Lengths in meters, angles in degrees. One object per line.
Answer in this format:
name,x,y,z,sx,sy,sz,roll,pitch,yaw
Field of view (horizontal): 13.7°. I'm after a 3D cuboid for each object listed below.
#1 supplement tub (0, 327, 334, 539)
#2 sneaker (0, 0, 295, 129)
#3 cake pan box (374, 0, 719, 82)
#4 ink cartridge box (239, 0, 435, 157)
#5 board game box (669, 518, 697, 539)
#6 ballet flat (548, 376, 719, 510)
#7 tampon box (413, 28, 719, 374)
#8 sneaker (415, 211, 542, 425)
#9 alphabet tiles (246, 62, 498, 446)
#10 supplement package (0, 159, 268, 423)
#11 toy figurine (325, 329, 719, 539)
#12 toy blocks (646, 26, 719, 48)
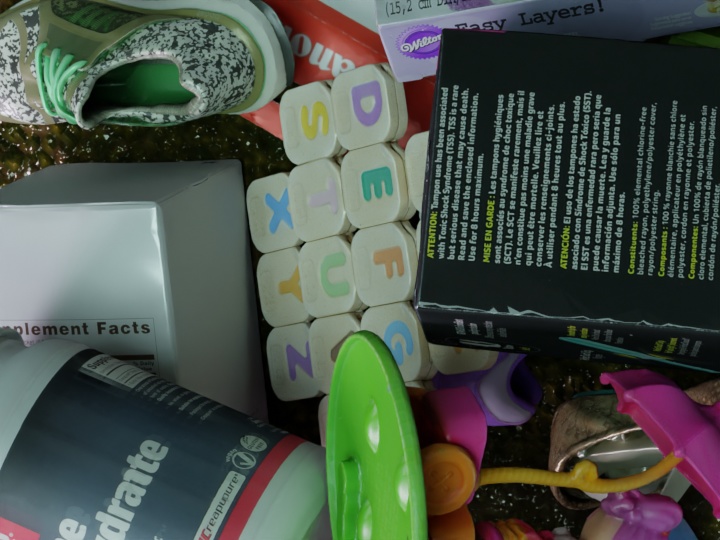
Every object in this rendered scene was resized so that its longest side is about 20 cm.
supplement tub,-0.120,0.118,1.456,0.200,0.140,0.140,22,110,11
sneaker,-0.138,-0.103,1.559,0.200,0.089,0.077,-4,110,31
cake pan box,0.094,-0.187,1.402,0.200,0.052,0.184,-9,55,10
ink cartridge box,-0.007,-0.149,1.530,0.162,0.050,0.200,31,109,13
board game box,0.101,0.206,1.506,0.039,0.200,0.158,17,120,43
ballet flat,0.170,0.089,1.475,0.070,0.065,0.200,37,148,-29
tampon box,0.130,-0.026,1.323,0.200,0.150,0.126,5,83,4
sneaker,0.071,-0.005,1.523,0.088,0.080,0.200,14,112,11
alphabet tiles,0.000,0.000,1.517,0.196,0.015,0.200,-11,86,54
supplement package,-0.127,0.050,1.584,0.120,0.121,0.200,-1,102,20
toy figurine,0.089,0.119,1.372,0.184,0.150,0.200,-3,116,-15
toy blocks,0.147,-0.064,1.454,0.200,0.100,0.137,15,109,-10
